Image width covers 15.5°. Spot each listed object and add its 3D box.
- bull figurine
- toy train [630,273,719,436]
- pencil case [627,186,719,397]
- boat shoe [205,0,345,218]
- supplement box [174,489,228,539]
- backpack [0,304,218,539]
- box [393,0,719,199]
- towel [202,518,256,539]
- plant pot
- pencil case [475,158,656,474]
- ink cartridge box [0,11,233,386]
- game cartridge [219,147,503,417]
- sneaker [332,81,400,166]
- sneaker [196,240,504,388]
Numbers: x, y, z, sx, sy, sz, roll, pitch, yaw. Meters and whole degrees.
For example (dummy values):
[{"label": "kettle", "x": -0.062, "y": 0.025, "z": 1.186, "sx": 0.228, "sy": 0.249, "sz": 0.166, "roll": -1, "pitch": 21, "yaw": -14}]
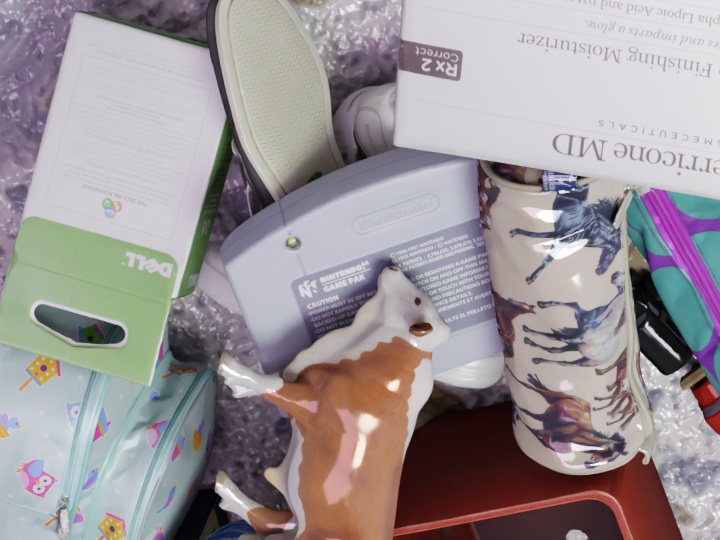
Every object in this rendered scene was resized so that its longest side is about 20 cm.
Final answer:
[{"label": "bull figurine", "x": -0.020, "y": 0.094, "z": 1.463, "sx": 0.121, "sy": 0.065, "sz": 0.201, "roll": 9, "pitch": 104, "yaw": 4}, {"label": "toy train", "x": 0.224, "y": 0.080, "z": 1.584, "sx": 0.200, "sy": 0.046, "sz": 0.034, "roll": 43, "pitch": 122, "yaw": -12}, {"label": "pencil case", "x": 0.194, "y": -0.006, "z": 1.458, "sx": 0.085, "sy": 0.092, "sz": 0.200, "roll": -36, "pitch": 79, "yaw": 30}, {"label": "boat shoe", "x": -0.051, "y": -0.072, "z": 1.505, "sx": 0.067, "sy": 0.072, "sz": 0.201, "roll": 9, "pitch": 127, "yaw": 46}, {"label": "supplement box", "x": -0.194, "y": 0.252, "z": 1.712, "sx": 0.199, "sy": 0.200, "sz": 0.135, "roll": -2, "pitch": 121, "yaw": 15}, {"label": "backpack", "x": -0.172, "y": 0.099, "z": 1.626, "sx": 0.153, "sy": 0.176, "sz": 0.201, "roll": 11, "pitch": 124, "yaw": 13}, {"label": "box", "x": 0.134, "y": -0.148, "z": 1.379, "sx": 0.198, "sy": 0.200, "sz": 0.131, "roll": 10, "pitch": 122, "yaw": 9}, {"label": "towel", "x": -0.052, "y": 0.183, "z": 1.643, "sx": 0.112, "sy": 0.200, "sz": 0.049, "roll": -37, "pitch": 72, "yaw": 25}, {"label": "plant pot", "x": 0.103, "y": 0.178, "z": 1.599, "sx": 0.199, "sy": 0.176, "sz": 0.201, "roll": -13, "pitch": 117, "yaw": 22}, {"label": "pencil case", "x": 0.116, "y": 0.014, "z": 1.437, "sx": 0.089, "sy": 0.078, "sz": 0.201, "roll": 10, "pitch": 125, "yaw": 31}, {"label": "ink cartridge box", "x": -0.138, "y": -0.043, "z": 1.553, "sx": 0.103, "sy": 0.059, "sz": 0.201, "roll": 16, "pitch": 95, "yaw": 6}, {"label": "game cartridge", "x": 0.029, "y": -0.003, "z": 1.482, "sx": 0.199, "sy": 0.041, "sz": 0.133, "roll": -18, "pitch": 125, "yaw": 2}, {"label": "sneaker", "x": 0.074, "y": -0.038, "z": 1.524, "sx": 0.200, "sy": 0.075, "sz": 0.081, "roll": 37, "pitch": 157, "yaw": -10}, {"label": "sneaker", "x": 0.000, "y": 0.000, "z": 1.594, "sx": 0.199, "sy": 0.075, "sz": 0.089, "roll": 16, "pitch": 108, "yaw": 3}]
